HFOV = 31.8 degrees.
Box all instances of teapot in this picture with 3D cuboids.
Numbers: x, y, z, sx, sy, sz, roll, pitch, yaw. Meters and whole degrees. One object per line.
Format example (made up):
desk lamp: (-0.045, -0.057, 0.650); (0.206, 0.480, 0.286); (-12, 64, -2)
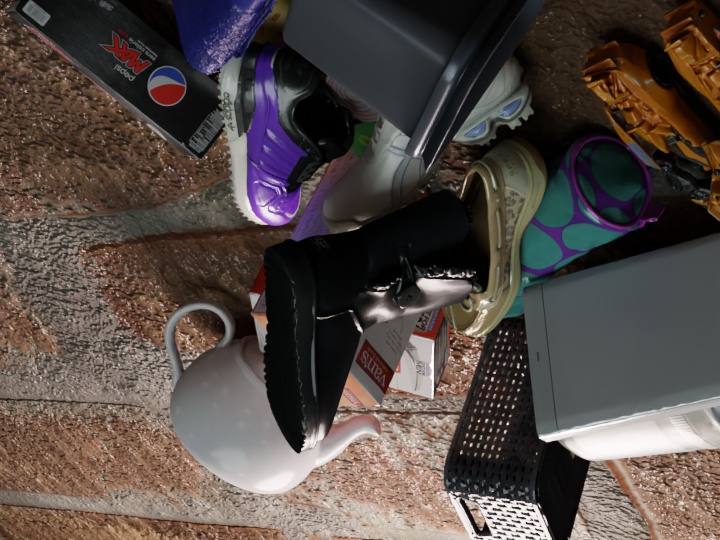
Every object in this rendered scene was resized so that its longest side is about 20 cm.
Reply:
teapot: (-0.111, 0.140, 1.426); (0.199, 0.198, 0.146); (16, 117, -42)

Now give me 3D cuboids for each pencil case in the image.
pencil case: (0.161, -0.033, 1.074); (0.092, 0.085, 0.200); (42, 145, -3)

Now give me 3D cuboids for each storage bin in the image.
storage bin: (0.165, 0.158, 1.231); (0.093, 0.201, 0.136); (4, 142, 28)
storage bin: (0.044, -0.184, 0.850); (0.134, 0.200, 0.146); (33, 147, 4)

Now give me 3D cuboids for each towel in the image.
towel: (-0.083, -0.244, 0.889); (0.049, 0.149, 0.200); (-5, 164, -30)

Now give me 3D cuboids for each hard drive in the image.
hard drive: (0.227, 0.051, 1.000); (0.199, 0.133, 0.027); (-17, 152, 29)

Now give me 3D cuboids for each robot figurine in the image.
robot figurine: (0.262, -0.105, 0.935); (0.200, 0.058, 0.145); (41, 141, -24)

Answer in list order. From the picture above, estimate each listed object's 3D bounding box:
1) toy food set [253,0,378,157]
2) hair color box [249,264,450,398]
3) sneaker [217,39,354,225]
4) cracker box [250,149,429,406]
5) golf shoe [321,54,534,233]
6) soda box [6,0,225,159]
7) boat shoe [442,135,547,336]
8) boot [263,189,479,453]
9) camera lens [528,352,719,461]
toy food set: (-0.038, -0.168, 1.036); (0.197, 0.049, 0.201); (9, 144, 20)
hair color box: (-0.009, 0.056, 1.319); (0.199, 0.064, 0.111); (15, 145, 14)
sneaker: (-0.053, -0.100, 1.033); (0.099, 0.070, 0.201); (11, 145, 13)
cracker box: (0.000, 0.000, 1.108); (0.057, 0.201, 0.134); (-3, 139, 40)
golf shoe: (0.033, -0.114, 0.988); (0.200, 0.078, 0.097); (-39, 122, 11)
soda box: (-0.201, -0.181, 1.081); (0.200, 0.063, 0.071); (40, 174, -22)
boat shoe: (0.094, -0.020, 1.040); (0.073, 0.062, 0.201); (41, 139, 32)
boot: (0.011, 0.042, 0.990); (0.076, 0.167, 0.201); (48, 146, 46)
camera lens: (0.260, 0.079, 1.102); (0.199, 0.161, 0.160); (-15, 132, 43)
